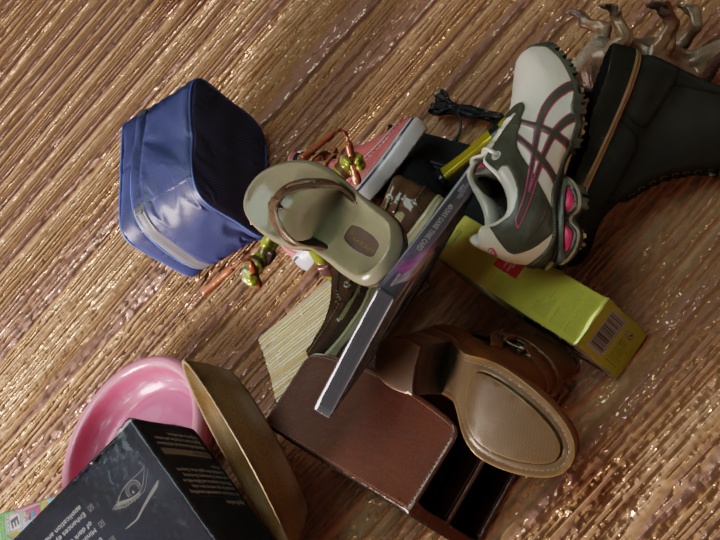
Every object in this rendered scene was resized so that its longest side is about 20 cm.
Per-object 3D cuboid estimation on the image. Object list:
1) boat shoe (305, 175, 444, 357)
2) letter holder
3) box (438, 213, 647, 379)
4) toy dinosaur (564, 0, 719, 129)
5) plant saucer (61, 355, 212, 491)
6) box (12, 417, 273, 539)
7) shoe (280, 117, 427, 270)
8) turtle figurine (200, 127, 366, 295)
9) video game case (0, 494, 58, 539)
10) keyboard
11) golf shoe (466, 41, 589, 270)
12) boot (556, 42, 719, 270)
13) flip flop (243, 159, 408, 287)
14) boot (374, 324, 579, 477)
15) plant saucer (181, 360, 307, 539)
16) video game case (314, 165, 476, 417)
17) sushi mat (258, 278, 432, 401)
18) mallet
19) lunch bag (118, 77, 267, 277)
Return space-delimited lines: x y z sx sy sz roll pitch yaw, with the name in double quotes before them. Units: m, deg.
"boat shoe" 0.001 -0.002 1.251 0.203 0.075 0.075 -53 0 16
"letter holder" 0.040 0.126 1.163 0.200 0.101 0.143 23 79 48
"box" 0.148 0.017 1.155 0.050 0.075 0.200 -54 41 0
"toy dinosaur" 0.239 -0.164 1.181 0.199 0.086 0.136 0 97 16
"plant saucer" -0.224 0.189 1.397 0.200 0.051 0.201 -22 51 30
"box" -0.190 0.274 1.211 0.197 0.117 0.200 -44 66 10
"shoe" -0.027 -0.096 1.343 0.200 0.091 0.071 -47 2 25
"turtle figurine" -0.051 -0.032 1.279 0.200 0.161 0.064 -50 37 3
"video game case" -0.285 0.322 1.338 0.181 0.022 0.201 -21 71 31
"keyboard" 0.091 -0.112 1.331 0.200 0.021 0.128 22 86 46
"golf shoe" 0.134 -0.100 1.097 0.077 0.088 0.201 132 141 -62
"boot" 0.245 -0.076 1.132 0.078 0.138 0.201 -73 -1 -59
"flip flop" -0.039 -0.045 1.138 0.200 0.057 0.081 34 101 47
"boot" 0.128 0.091 1.077 0.200 0.154 0.074 32 113 38
"plant saucer" -0.098 0.161 1.215 0.035 0.201 0.200 -29 41 -13
"video game case" 0.034 0.014 1.095 0.200 0.019 0.143 -50 -10 -50
"sushi mat" -0.018 0.041 1.334 0.200 0.012 0.096 -40 43 16
"mallet" 0.121 -0.114 1.266 0.200 0.041 0.066 -33 49 23
"lunch bag" -0.192 -0.104 1.494 0.132 0.136 0.201 -27 48 27
